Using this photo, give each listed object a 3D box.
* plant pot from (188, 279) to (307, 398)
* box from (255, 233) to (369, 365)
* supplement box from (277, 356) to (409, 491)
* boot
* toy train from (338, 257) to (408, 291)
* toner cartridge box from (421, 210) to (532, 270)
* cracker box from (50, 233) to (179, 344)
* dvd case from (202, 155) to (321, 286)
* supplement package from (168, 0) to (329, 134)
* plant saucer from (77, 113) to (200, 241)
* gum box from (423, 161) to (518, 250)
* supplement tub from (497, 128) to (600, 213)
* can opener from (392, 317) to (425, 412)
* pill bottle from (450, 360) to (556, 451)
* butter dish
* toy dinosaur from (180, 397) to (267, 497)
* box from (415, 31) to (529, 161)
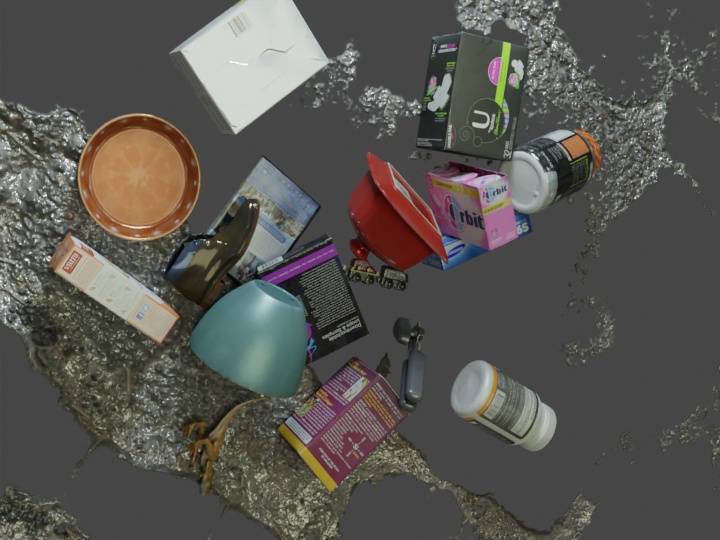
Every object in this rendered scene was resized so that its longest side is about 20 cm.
[{"bbox_3d":[-0.165,0.097,1.476,0.197,0.200,0.137,24,100,-23],"label":"plant pot"},{"bbox_3d":[-0.082,0.056,1.583,0.141,0.036,0.203,-24,112,-6],"label":"box"},{"bbox_3d":[-0.032,0.271,1.609,0.199,0.131,0.104,-42,112,-11],"label":"supplement box"},{"bbox_3d":[-0.244,-0.044,1.482,0.096,0.074,0.203,28,89,-27],"label":"boot"},{"bbox_3d":[0.000,0.000,1.632,0.196,0.034,0.047,11,92,-23],"label":"toy train"},{"bbox_3d":[0.213,-0.061,1.679,0.197,0.095,0.044,-23,105,-18],"label":"toner cartridge box"},{"bbox_3d":[-0.389,0.027,1.420,0.199,0.134,0.058,38,84,-23],"label":"cracker box"},{"bbox_3d":[-0.176,-0.074,1.556,0.142,0.017,0.202,39,82,-24],"label":"dvd case"},{"bbox_3d":[-0.182,-0.345,1.462,0.199,0.111,0.157,-39,111,-13],"label":"supplement package"},{"bbox_3d":[-0.359,-0.151,1.462,0.196,0.032,0.205,-4,99,-23],"label":"plant saucer"},{"bbox_3d":[0.192,-0.120,1.607,0.065,0.199,0.116,-22,112,-20],"label":"gum box"},{"bbox_3d":[0.357,-0.191,1.682,0.198,0.121,0.125,-25,108,-39],"label":"supplement tub"},{"bbox_3d":[0.081,0.163,1.621,0.066,0.202,0.054,22,127,-9],"label":"can opener"},{"bbox_3d":[0.279,0.267,1.745,0.198,0.116,0.118,31,86,-24],"label":"pill bottle"},{"bbox_3d":[0.042,-0.078,1.577,0.147,0.201,0.200,-39,113,13],"label":"butter dish"},{"bbox_3d":[-0.255,0.291,1.569,0.105,0.060,0.203,22,95,-48],"label":"toy dinosaur"},{"bbox_3d":[0.200,-0.310,1.619,0.145,0.124,0.205,5,97,-23],"label":"box"}]
